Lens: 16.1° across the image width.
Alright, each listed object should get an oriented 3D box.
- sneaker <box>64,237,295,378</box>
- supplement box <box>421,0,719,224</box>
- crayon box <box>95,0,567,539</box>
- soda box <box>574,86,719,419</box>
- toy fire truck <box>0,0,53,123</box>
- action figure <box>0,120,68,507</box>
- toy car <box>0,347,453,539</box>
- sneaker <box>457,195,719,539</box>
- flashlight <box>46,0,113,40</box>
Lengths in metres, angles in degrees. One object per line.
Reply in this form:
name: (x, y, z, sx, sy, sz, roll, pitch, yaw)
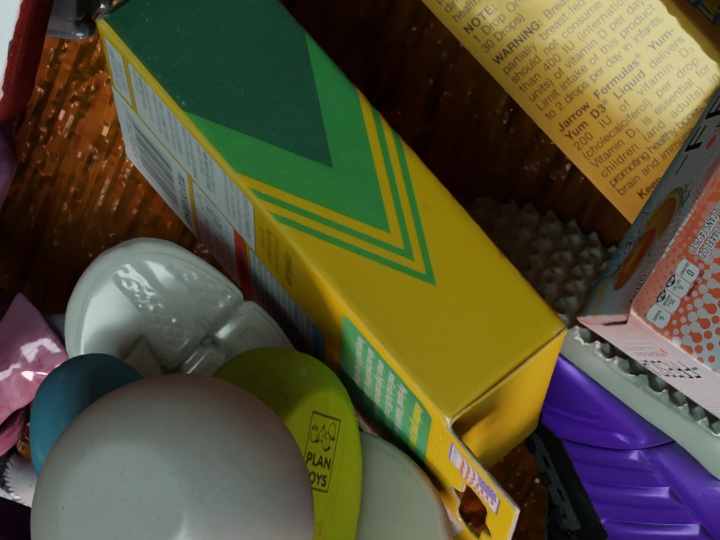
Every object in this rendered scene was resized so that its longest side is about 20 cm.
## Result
sneaker: (-0.039, 0.065, 0.875, 0.077, 0.082, 0.200, -32, 116, 2)
supplement box: (0.097, -0.066, 0.843, 0.200, 0.067, 0.069, 44, 116, -6)
crayon box: (0.000, 0.000, 0.818, 0.052, 0.126, 0.200, -38, 77, -11)
soda box: (0.151, -0.050, 0.778, 0.068, 0.064, 0.200, 34, 83, -7)
toy fire truck: (-0.190, -0.128, 0.806, 0.200, 0.112, 0.168, 17, 107, 8)
action figure: (-0.153, 0.013, 0.896, 0.134, 0.149, 0.200, -38, 68, 50)
toy car: (-0.072, 0.113, 0.766, 0.150, 0.175, 0.200, 16, 87, 26)
sneaker: (0.087, 0.063, 0.899, 0.200, 0.070, 0.100, 38, 119, -1)
flashlight: (-0.185, -0.126, 0.904, 0.200, 0.068, 0.068, 9, 80, 8)
